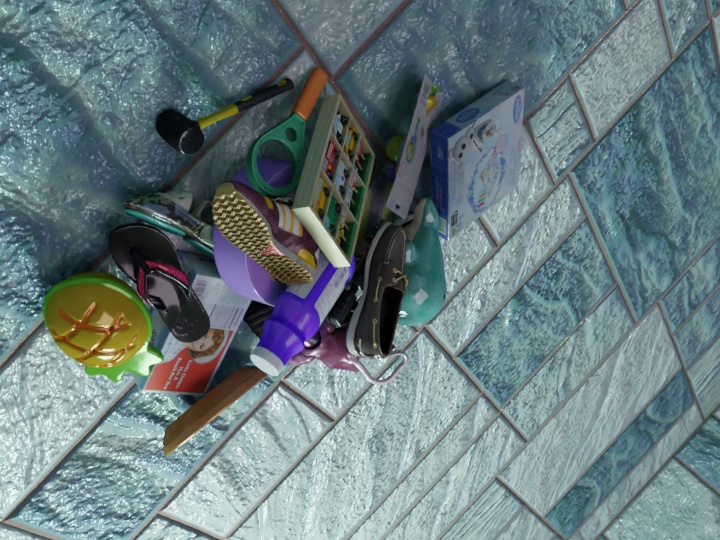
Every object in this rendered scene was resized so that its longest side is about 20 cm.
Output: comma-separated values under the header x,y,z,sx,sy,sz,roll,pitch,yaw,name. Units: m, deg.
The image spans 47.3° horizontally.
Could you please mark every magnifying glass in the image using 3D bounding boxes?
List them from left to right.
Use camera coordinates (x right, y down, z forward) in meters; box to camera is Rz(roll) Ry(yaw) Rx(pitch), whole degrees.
x,y,z,sx,sy,sz,roll,pitch,yaw,name
-0.091,-0.187,1.097,0.079,0.022,0.202,37,61,-29,magnifying glass

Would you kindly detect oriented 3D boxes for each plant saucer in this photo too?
x,y,z,sx,sy,sz,roll,pitch,yaw,name
-0.229,0.209,1.271,0.199,0.038,0.200,-38,178,-1,plant saucer

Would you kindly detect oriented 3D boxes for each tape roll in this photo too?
x,y,z,sx,sy,sz,roll,pitch,yaw,name
-0.116,-0.054,1.161,0.199,0.065,0.204,-26,122,-50,tape roll

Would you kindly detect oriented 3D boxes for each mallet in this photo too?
x,y,z,sx,sy,sz,roll,pitch,yaw,name
-0.176,-0.213,1.074,0.199,0.065,0.042,-38,142,-34,mallet

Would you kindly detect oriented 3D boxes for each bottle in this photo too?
x,y,z,sx,sy,sz,roll,pitch,yaw,name
-0.079,0.050,1.131,0.201,0.065,0.084,-57,165,-25,bottle

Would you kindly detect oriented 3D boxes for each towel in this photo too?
x,y,z,sx,sy,sz,roll,pitch,yaw,name
0.004,-0.071,1.271,0.200,0.022,0.146,-50,153,-48,towel

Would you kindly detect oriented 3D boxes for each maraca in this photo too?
x,y,z,sx,sy,sz,roll,pitch,yaw,name
-0.340,0.081,1.093,0.134,0.108,0.202,-8,135,6,maraca

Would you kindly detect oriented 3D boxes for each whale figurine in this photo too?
x,y,z,sx,sy,sz,roll,pitch,yaw,name
0.098,-0.009,1.304,0.159,0.102,0.203,58,51,-65,whale figurine

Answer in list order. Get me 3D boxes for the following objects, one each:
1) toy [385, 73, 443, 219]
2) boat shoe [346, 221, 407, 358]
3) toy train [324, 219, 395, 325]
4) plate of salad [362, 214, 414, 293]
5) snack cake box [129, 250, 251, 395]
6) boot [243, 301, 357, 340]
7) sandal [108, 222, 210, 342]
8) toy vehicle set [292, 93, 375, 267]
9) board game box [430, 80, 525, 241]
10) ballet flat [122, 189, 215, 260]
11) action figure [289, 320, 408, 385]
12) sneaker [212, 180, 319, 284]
x,y,z,sx,sy,sz,roll,pitch,yaw,name
0.069,-0.189,1.256,0.203,0.047,0.115,-70,160,0,toy
0.037,0.029,1.190,0.072,0.059,0.203,33,69,-51,boat shoe
0.000,0.000,1.224,0.201,0.045,0.034,-58,138,-30,toy train
0.072,0.005,1.400,0.199,0.048,0.203,-34,135,-43,plate of salad
-0.247,0.081,1.205,0.114,0.067,0.202,12,112,-47,snack cake box
-0.087,0.080,1.331,0.158,0.079,0.212,-45,134,-6,boot
-0.259,0.021,1.087,0.074,0.045,0.202,-29,120,-1,sandal
-0.032,-0.123,1.119,0.125,0.026,0.203,54,39,-45,toy vehicle set
0.195,-0.182,1.370,0.198,0.043,0.202,-35,139,-30,board game box
-0.234,-0.071,1.114,0.075,0.074,0.199,-51,140,5,ballet flat
-0.046,0.120,1.238,0.135,0.149,0.199,-53,148,11,action figure
-0.117,-0.066,1.047,0.200,0.074,0.091,52,41,-47,sneaker
